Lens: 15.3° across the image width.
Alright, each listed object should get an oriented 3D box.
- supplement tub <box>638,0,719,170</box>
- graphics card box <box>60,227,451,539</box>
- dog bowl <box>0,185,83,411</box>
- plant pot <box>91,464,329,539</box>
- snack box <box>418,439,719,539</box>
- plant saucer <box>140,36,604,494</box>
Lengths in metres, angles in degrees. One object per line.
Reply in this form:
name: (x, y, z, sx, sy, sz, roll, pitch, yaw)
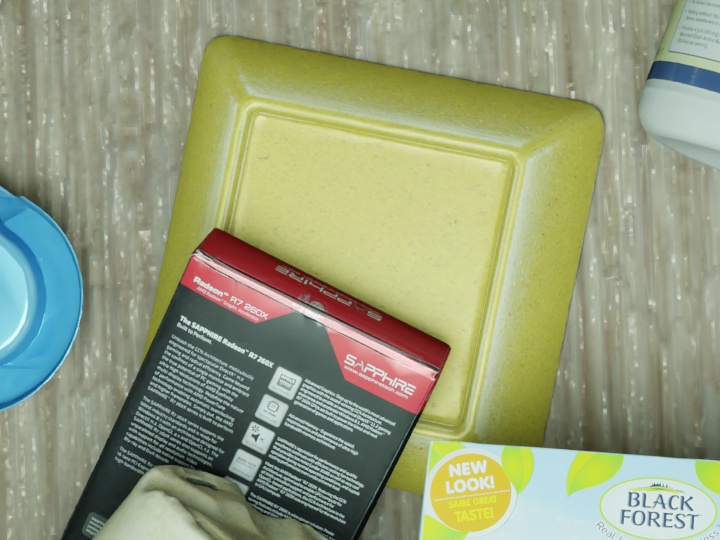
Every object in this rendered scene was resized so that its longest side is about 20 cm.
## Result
supplement tub: (0.221, -0.133, 1.196, 0.145, 0.145, 0.200, 20, 91, 8)
graphics card box: (-0.056, 0.094, 1.235, 0.125, 0.051, 0.200, 26, 110, 2)
dog bowl: (-0.218, -0.012, 1.296, 0.200, 0.050, 0.112, 37, 92, 8)
plant pot: (-0.081, 0.193, 1.156, 0.200, 0.200, 0.184, 33, 97, 7)
snack box: (0.121, 0.166, 1.144, 0.200, 0.068, 0.169, 5, 71, 6)
plant saucer: (0.000, 0.000, 1.269, 0.200, 0.048, 0.200, 11, 90, 8)
